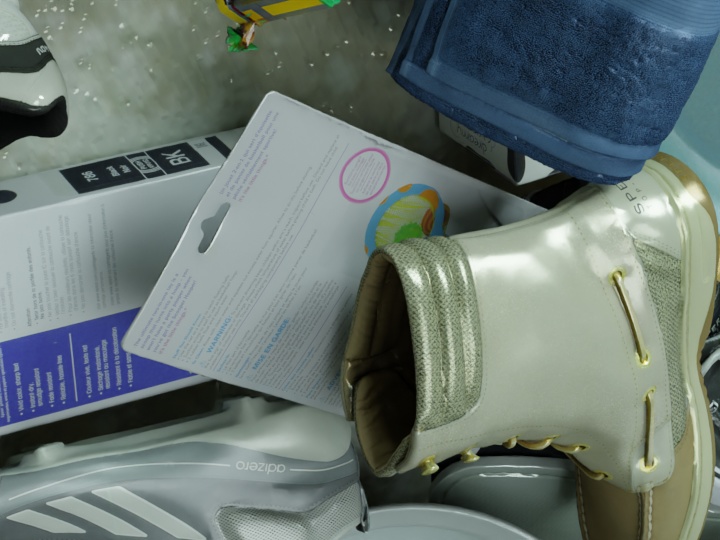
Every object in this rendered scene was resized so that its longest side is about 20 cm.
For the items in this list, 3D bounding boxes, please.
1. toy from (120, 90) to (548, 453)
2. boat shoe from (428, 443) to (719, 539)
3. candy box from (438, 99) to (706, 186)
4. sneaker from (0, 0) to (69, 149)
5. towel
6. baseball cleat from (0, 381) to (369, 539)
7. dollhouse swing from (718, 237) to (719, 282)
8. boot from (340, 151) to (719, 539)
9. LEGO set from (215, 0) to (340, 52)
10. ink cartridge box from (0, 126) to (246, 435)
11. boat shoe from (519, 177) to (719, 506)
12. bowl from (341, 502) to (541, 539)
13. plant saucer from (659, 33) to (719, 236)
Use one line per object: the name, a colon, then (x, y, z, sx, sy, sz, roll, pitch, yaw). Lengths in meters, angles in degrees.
toy: (0.000, 0.000, 0.858, 0.200, 0.047, 0.115, 21, 105, -38)
boat shoe: (0.114, 0.097, 1.007, 0.200, 0.060, 0.076, 15, 139, -35)
candy box: (0.115, -0.155, 0.874, 0.168, 0.072, 0.200, -17, 120, -21)
sneaker: (-0.193, -0.026, 0.752, 0.200, 0.088, 0.076, -42, 165, -2)
towel: (0.091, -0.130, 0.766, 0.112, 0.049, 0.200, 27, 123, 8)
baseball cleat: (-0.094, 0.110, 0.865, 0.200, 0.070, 0.107, -15, 89, -6)
dollhouse swing: (0.273, -0.006, 0.984, 0.200, 0.182, 0.176, 33, 85, -36)
boot: (0.069, 0.061, 0.859, 0.155, 0.072, 0.200, -18, 122, -28)
LEGO set: (-0.078, -0.177, 0.732, 0.154, 0.116, 0.200, 15, 71, -53)
ink cartridge box: (-0.110, 0.007, 0.855, 0.200, 0.039, 0.100, -14, 120, -23)
boat shoe: (0.146, 0.030, 0.958, 0.068, 0.074, 0.199, -26, 114, 34)
bowl: (0.021, 0.194, 0.962, 0.201, 0.090, 0.201, 0, 96, -1)
plant saucer: (0.199, -0.083, 0.841, 0.200, 0.027, 0.200, 1, 137, 1)
